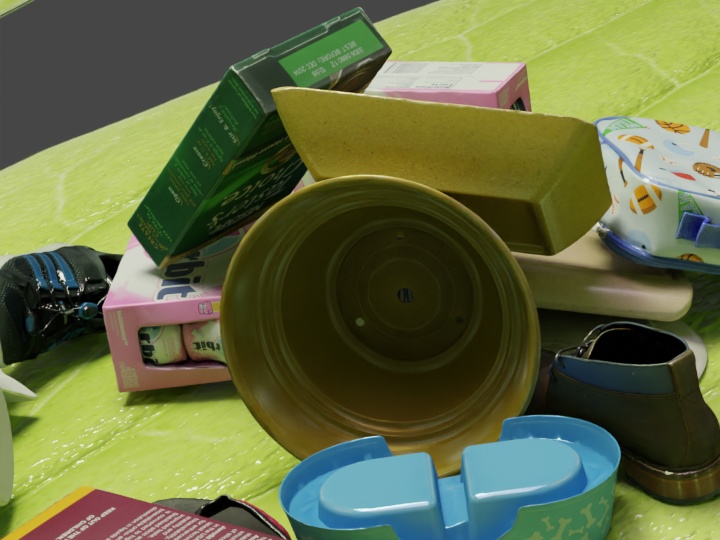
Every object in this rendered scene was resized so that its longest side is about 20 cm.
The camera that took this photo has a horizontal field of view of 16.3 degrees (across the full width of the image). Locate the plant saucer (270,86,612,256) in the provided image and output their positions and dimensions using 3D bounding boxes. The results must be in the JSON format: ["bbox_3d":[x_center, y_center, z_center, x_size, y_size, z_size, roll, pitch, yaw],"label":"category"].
[{"bbox_3d":[0.053,-0.055,1.577,0.199,0.049,0.200,6,-12,10],"label":"plant saucer"}]

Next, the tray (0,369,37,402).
[{"bbox_3d":[-0.306,0.063,1.638,0.107,0.022,0.200,-6,-14,24],"label":"tray"}]

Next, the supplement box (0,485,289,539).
[{"bbox_3d":[-0.091,0.195,1.298,0.199,0.111,0.086,10,30,37],"label":"supplement box"}]

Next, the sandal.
[{"bbox_3d":[-0.069,0.164,1.444,0.075,0.045,0.200,-19,25,-23],"label":"sandal"}]

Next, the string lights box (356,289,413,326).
[{"bbox_3d":[0.000,0.000,1.728,0.059,0.103,0.200,-4,24,7],"label":"string lights box"}]

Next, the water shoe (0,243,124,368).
[{"bbox_3d":[-0.213,0.018,1.775,0.079,0.072,0.200,-1,15,14],"label":"water shoe"}]

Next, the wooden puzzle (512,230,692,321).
[{"bbox_3d":[0.128,-0.008,1.735,0.184,0.037,0.200,6,18,0],"label":"wooden puzzle"}]

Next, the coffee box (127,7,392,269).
[{"bbox_3d":[-0.068,-0.086,1.661,0.123,0.044,0.200,-29,-13,-39],"label":"coffee box"}]

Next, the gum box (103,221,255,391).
[{"bbox_3d":[-0.106,0.013,1.761,0.113,0.066,0.200,-6,23,8],"label":"gum box"}]

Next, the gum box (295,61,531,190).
[{"bbox_3d":[0.041,-0.097,1.924,0.199,0.114,0.066,3,26,26],"label":"gum box"}]

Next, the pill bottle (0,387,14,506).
[{"bbox_3d":[-0.322,0.117,1.561,0.199,0.109,0.109,-7,23,3],"label":"pill bottle"}]

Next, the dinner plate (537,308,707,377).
[{"bbox_3d":[0.128,0.056,1.658,0.199,0.024,0.200,-8,24,3],"label":"dinner plate"}]

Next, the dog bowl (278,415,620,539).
[{"bbox_3d":[0.054,0.137,1.460,0.199,0.050,0.112,-7,23,1],"label":"dog bowl"}]

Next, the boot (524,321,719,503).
[{"bbox_3d":[0.142,0.059,1.522,0.075,0.097,0.200,-35,39,-30],"label":"boot"}]

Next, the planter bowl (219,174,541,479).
[{"bbox_3d":[0.020,0.026,1.546,0.200,0.201,0.083,-2,18,16],"label":"planter bowl"}]

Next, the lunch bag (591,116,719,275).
[{"bbox_3d":[0.245,-0.040,1.710,0.199,0.076,0.160,8,21,-16],"label":"lunch bag"}]
